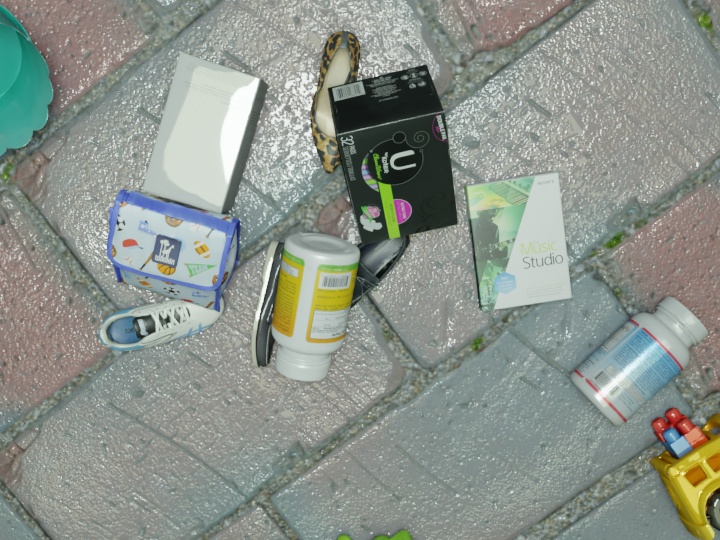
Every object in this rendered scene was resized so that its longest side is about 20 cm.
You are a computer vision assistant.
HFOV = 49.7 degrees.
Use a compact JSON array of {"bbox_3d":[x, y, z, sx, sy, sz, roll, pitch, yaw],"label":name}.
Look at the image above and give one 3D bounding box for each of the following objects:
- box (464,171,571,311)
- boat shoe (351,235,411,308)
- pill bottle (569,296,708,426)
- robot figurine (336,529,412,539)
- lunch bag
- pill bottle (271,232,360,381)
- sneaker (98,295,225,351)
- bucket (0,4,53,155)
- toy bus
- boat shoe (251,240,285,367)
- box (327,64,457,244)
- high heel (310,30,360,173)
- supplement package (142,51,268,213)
[{"bbox_3d":[0.245,-0.045,1.207,0.144,0.036,0.201,-9,98,0],"label":"box"},{"bbox_3d":[0.000,0.000,1.197,0.200,0.062,0.075,-44,98,7],"label":"boat shoe"},{"bbox_3d":[0.432,0.137,1.202,0.200,0.109,0.109,-44,97,5],"label":"pill bottle"},{"bbox_3d":[0.020,0.510,1.247,0.200,0.116,0.175,-42,105,5],"label":"robot figurine"},{"bbox_3d":[-0.263,-0.034,1.107,0.170,0.200,0.124,16,64,-6],"label":"lunch bag"},{"bbox_3d":[-0.071,0.055,1.142,0.111,0.111,0.201,10,107,-3],"label":"pill bottle"},{"bbox_3d":[-0.306,0.080,1.199,0.199,0.072,0.072,-17,97,0],"label":"sneaker"},{"bbox_3d":[-0.539,-0.274,1.068,0.207,0.135,0.208,-23,137,-23],"label":"bucket"},{"bbox_3d":[0.563,0.294,1.229,0.200,0.136,0.192,-32,82,2],"label":"toy bus"},{"bbox_3d":[-0.126,0.057,1.199,0.063,0.073,0.201,10,94,1],"label":"boat shoe"},{"bbox_3d":[0.047,-0.160,1.098,0.148,0.125,0.200,-12,134,2],"label":"box"},{"bbox_3d":[-0.038,-0.238,1.118,0.071,0.143,0.201,7,98,-2],"label":"high heel"},{"bbox_3d":[-0.223,-0.197,1.133,0.119,0.121,0.201,17,97,-4],"label":"supplement package"}]
